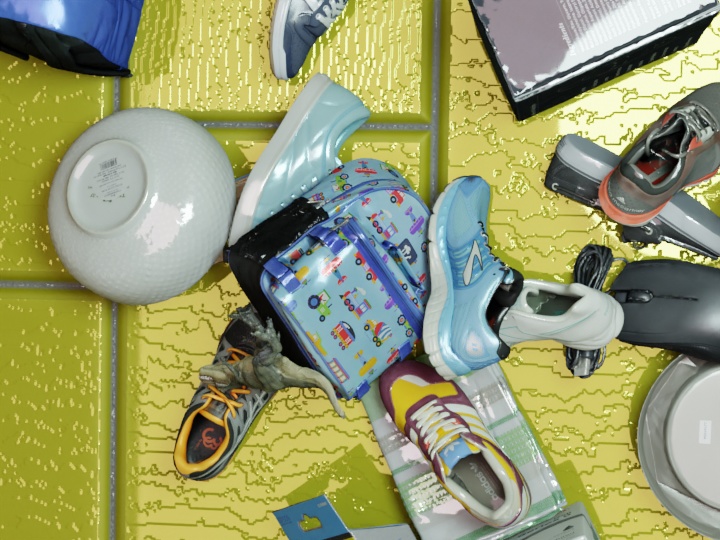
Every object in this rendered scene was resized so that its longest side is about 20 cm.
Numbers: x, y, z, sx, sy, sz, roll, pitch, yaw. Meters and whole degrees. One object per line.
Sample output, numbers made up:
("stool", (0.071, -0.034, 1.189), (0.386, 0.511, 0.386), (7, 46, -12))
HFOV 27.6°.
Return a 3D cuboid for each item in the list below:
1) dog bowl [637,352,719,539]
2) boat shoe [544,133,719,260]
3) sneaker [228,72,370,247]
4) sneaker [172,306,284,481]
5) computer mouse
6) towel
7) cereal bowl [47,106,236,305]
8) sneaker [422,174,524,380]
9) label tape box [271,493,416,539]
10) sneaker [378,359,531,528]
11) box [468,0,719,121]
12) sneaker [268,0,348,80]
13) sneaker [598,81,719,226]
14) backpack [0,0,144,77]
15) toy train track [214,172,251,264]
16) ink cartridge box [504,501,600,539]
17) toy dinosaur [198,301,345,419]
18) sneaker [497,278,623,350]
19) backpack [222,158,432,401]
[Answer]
("dog bowl", (0.367, 0.160, 1.422), (0.198, 0.059, 0.203), (0, 91, 7))
("boat shoe", (0.268, -0.057, 1.424), (0.199, 0.070, 0.067), (29, 115, 0))
("sneaker", (-0.057, -0.092, 1.431), (0.081, 0.074, 0.201), (28, 87, 8))
("sneaker", (-0.130, 0.125, 1.469), (0.078, 0.077, 0.202), (24, 93, 7))
("computer mouse", (0.292, 0.038, 1.389), (0.198, 0.053, 0.140), (3, 70, 20))
("towel", (0.096, 0.175, 1.447), (0.148, 0.031, 0.202), (-27, 76, 6))
("cereal bowl", (-0.227, -0.070, 1.435), (0.198, 0.083, 0.203), (-6, 75, 22))
("sneaker", (0.114, 0.004, 1.366), (0.089, 0.078, 0.202), (-8, 64, 25))
("label tape box", (0.011, 0.298, 1.423), (0.063, 0.144, 0.201), (-29, 89, -29))
("sneaker", (0.087, 0.159, 1.395), (0.075, 0.090, 0.200), (-45, 72, 2))
("box", (0.210, -0.238, 1.353), (0.195, 0.200, 0.125), (-25, 88, 6))
("sneaker", (-0.020, -0.278, 1.443), (0.107, 0.070, 0.202), (15, 91, 8))
("sneaker", (0.305, -0.120, 1.370), (0.077, 0.082, 0.200), (39, 62, 11))
("backpack", (-0.307, -0.283, 1.411), (0.161, 0.200, 0.170), (8, 93, 7))
("toy train track", (-0.124, -0.076, 1.485), (0.198, 0.033, 0.116), (-23, 83, 1))
("ink cartridge box", (0.163, 0.298, 1.381), (0.145, 0.200, 0.085), (-26, 86, 7))
("toy dinosaur", (-0.087, 0.082, 1.361), (0.047, 0.199, 0.089), (-34, 115, -34))
("sneaker", (0.147, 0.038, 1.402), (0.198, 0.080, 0.071), (-9, 64, 29))
("backpack", (0.000, 0.000, 1.394), (0.199, 0.134, 0.184), (-38, 116, -16))
